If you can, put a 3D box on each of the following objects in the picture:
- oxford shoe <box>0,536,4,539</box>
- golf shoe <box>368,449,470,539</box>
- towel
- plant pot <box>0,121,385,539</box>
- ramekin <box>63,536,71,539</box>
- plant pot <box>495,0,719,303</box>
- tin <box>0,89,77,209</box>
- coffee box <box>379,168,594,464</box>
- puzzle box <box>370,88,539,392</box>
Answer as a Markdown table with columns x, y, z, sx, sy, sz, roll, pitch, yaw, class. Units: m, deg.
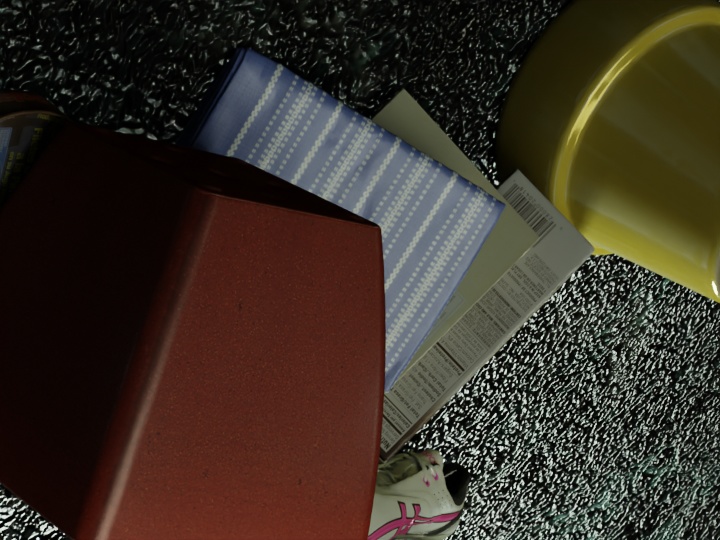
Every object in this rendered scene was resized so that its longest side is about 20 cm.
| x | y | z | sx | sy | sz | roll | pitch | yaw | class |
| --- | --- | --- | --- | --- | --- | --- | --- | --- | --- |
| -0.292 | 0.233 | 1.154 | 0.199 | 0.071 | 0.072 | -33 | 139 | -22 | oxford shoe |
| 0.018 | 0.166 | 1.412 | 0.093 | 0.072 | 0.200 | -58 | 153 | 3 | golf shoe |
| -0.028 | -0.029 | 1.150 | 0.199 | 0.024 | 0.146 | 30 | 99 | -19 | towel |
| -0.099 | 0.030 | 1.019 | 0.199 | 0.199 | 0.178 | 10 | 101 | -45 | plant pot |
| -0.120 | 0.234 | 1.245 | 0.198 | 0.105 | 0.203 | -3 | 97 | -29 | ramekin |
| 0.225 | -0.077 | 1.305 | 0.200 | 0.189 | 0.202 | -26 | 138 | -26 | plant pot |
| -0.210 | -0.007 | 1.052 | 0.111 | 0.042 | 0.202 | -3 | 123 | -39 | tin |
| 0.057 | 0.034 | 1.285 | 0.200 | 0.080 | 0.114 | -45 | 176 | -5 | coffee box |
| 0.000 | 0.000 | 1.209 | 0.200 | 0.133 | 0.025 | -44 | -175 | -6 | puzzle box |
